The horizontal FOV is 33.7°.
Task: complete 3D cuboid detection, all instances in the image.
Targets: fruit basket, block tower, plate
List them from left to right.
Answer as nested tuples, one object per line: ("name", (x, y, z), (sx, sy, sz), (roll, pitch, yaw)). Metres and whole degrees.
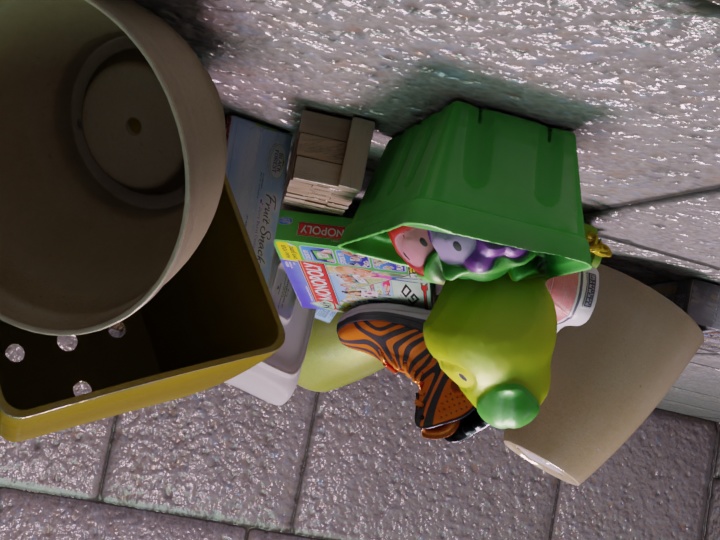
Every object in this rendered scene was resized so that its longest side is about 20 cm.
("plate", (-0.086, 0.018, 1.150), (0.032, 0.203, 0.200), (8, 167, 26))
("block tower", (-0.032, -0.079, 0.961), (0.057, 0.055, 0.200), (11, 172, -7))
("fruit basket", (0.074, 0.004, 0.846), (0.153, 0.219, 0.215), (13, 173, -14))

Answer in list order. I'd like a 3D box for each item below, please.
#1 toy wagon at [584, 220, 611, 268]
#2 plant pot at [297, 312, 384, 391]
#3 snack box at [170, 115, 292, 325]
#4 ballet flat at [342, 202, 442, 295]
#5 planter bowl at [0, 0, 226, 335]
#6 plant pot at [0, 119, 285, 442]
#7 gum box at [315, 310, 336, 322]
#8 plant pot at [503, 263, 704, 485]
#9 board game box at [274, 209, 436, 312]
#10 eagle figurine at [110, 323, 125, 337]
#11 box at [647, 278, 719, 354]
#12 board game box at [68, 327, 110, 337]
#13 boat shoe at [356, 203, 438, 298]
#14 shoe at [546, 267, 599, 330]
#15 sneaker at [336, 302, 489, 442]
("toy wagon", (0.151, -0.034, 1.086), (0.153, 0.040, 0.199), (16, 171, -33))
("plant pot", (0.010, 0.043, 1.468), (0.185, 0.190, 0.198), (17, 158, -41))
("snack box", (-0.147, -0.035, 1.020), (0.067, 0.172, 0.199), (13, 174, -34))
("ballet flat", (0.058, -0.017, 1.138), (0.198, 0.058, 0.066), (19, 153, -28))
("planter bowl", (-0.160, -0.078, 0.722), (0.197, 0.204, 0.135), (9, -161, 19))
("plant pot", (-0.199, 0.018, 0.863), (0.197, 0.203, 0.176), (-13, 162, -29))
("gum box", (-0.123, -0.024, 1.289), (0.170, 0.045, 0.199), (41, -173, 28))
("plant pot", (0.240, 0.119, 1.279), (0.185, 0.202, 0.187), (29, 171, 5))
("board game box", (0.000, 0.000, 1.071), (0.132, 0.030, 0.200), (6, 163, 7))
("eagle figurine", (-0.227, 0.003, 1.282), (0.149, 0.154, 0.200), (10, -166, -25))
("box", (0.398, 0.056, 1.356), (0.156, 0.049, 0.200), (14, 173, -9))
("board game box", (-0.278, -0.046, 1.047), (0.096, 0.162, 0.199), (15, -176, -34))
("boat shoe", (0.058, 0.000, 1.214), (0.199, 0.074, 0.065), (41, 149, -10))
("shoe", (0.149, 0.025, 1.122), (0.089, 0.073, 0.200), (14, 168, -6))
("sneaker", (0.051, 0.095, 1.096), (0.198, 0.114, 0.077), (1, 163, 39))
